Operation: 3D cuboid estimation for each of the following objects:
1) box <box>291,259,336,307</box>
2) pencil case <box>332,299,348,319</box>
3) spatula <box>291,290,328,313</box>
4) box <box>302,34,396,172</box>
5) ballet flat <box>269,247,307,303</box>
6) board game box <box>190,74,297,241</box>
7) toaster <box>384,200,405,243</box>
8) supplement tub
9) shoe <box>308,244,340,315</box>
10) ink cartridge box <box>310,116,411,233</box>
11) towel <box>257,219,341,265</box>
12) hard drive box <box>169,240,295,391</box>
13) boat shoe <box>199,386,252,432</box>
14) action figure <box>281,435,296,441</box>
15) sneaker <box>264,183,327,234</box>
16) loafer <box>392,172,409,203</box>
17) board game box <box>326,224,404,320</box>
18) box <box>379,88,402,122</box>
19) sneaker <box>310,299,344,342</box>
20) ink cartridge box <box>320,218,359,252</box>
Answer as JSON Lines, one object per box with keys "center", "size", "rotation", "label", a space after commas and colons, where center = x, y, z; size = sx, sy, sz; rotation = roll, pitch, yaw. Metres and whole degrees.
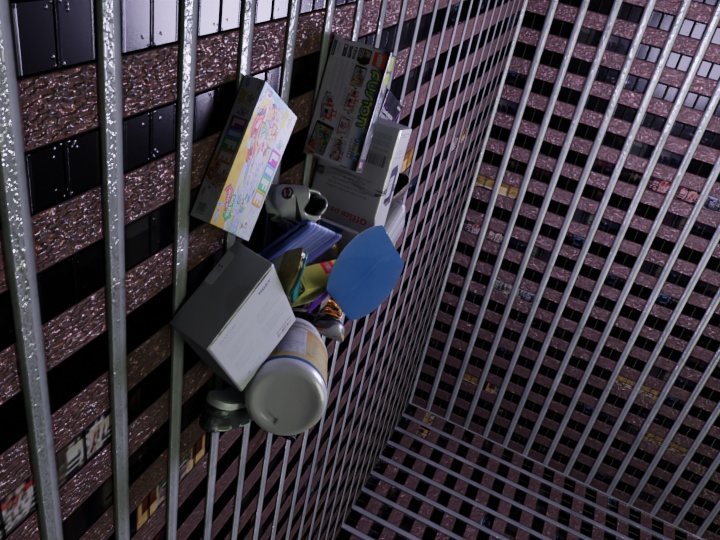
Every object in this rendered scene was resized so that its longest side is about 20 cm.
{"center": [-0.070, 0.019, 1.244], "size": [0.198, 0.051, 0.075], "rotation": [-14, 158, -44], "label": "box"}
{"center": [0.002, 0.021, 1.634], "size": [0.088, 0.086, 0.203], "rotation": [82, 31, -62], "label": "pencil case"}
{"center": [-0.133, 0.079, 1.179], "size": [0.197, 0.021, 0.057], "rotation": [-23, 162, -22], "label": "spatula"}
{"center": [-0.021, -0.283, 1.094], "size": [0.035, 0.108, 0.204], "rotation": [-21, 131, -70], "label": "box"}
{"center": [-0.128, 0.010, 1.054], "size": [0.072, 0.070, 0.200], "rotation": [-63, 180, -20], "label": "ballet flat"}
{"center": [-0.161, -0.153, 0.908], "size": [0.134, 0.034, 0.204], "rotation": [29, 82, -76], "label": "board game box"}
{"center": [0.032, -0.091, 1.537], "size": [0.131, 0.112, 0.201], "rotation": [-58, 172, -22], "label": "toaster"}
{"center": [-0.131, 0.185, 1.166], "size": [0.201, 0.141, 0.148], "rotation": [-97, -159, -68], "label": "supplement tub"}
{"center": [-0.083, 0.014, 1.344], "size": [0.054, 0.068, 0.203], "rotation": [-65, 169, -46], "label": "shoe"}
{"center": [-0.004, -0.189, 1.207], "size": [0.084, 0.142, 0.204], "rotation": [-32, 141, -66], "label": "ink cartridge box"}
{"center": [-0.116, -0.035, 1.118], "size": [0.143, 0.024, 0.200], "rotation": [-35, 170, 9], "label": "towel"}
{"center": [-0.188, 0.078, 0.996], "size": [0.157, 0.076, 0.201], "rotation": [-53, 161, -21], "label": "hard drive box"}
{"center": [-0.228, 0.251, 1.150], "size": [0.061, 0.075, 0.200], "rotation": [-65, 157, -1], "label": "boat shoe"}
{"center": [-0.144, 0.292, 1.507], "size": [0.132, 0.068, 0.202], "rotation": [82, 27, -45], "label": "action figure"}
{"center": [-0.093, -0.096, 1.097], "size": [0.200, 0.086, 0.076], "rotation": [41, 45, -77], "label": "sneaker"}
{"center": [0.032, -0.168, 1.411], "size": [0.199, 0.073, 0.071], "rotation": [-36, 174, -28], "label": "loafer"}
{"center": [0.000, 0.000, 1.221], "size": [0.158, 0.039, 0.201], "rotation": [-47, 141, -9], "label": "board game box"}
{"center": [0.032, -0.290, 1.416], "size": [0.143, 0.035, 0.204], "rotation": [0, 109, -74], "label": "box"}
{"center": [-0.072, 0.107, 1.424], "size": [0.079, 0.077, 0.200], "rotation": [-67, -166, -2], "label": "sneaker"}
{"center": [-0.029, -0.037, 1.382], "size": [0.068, 0.114, 0.202], "rotation": [-56, 161, -39], "label": "ink cartridge box"}
